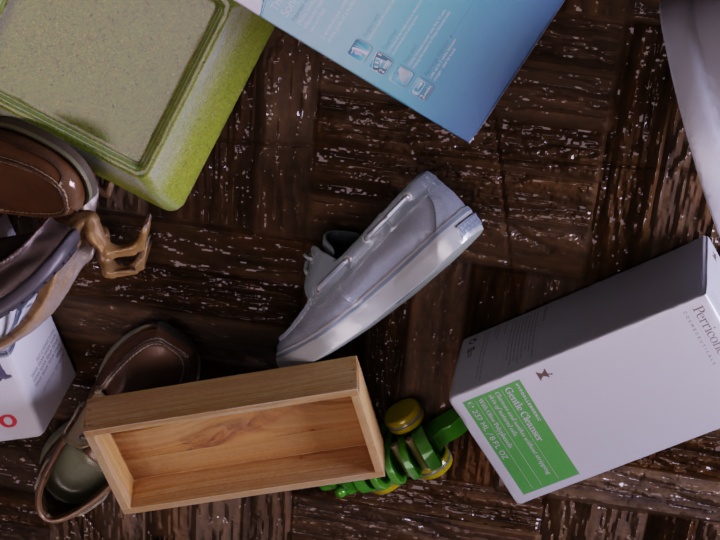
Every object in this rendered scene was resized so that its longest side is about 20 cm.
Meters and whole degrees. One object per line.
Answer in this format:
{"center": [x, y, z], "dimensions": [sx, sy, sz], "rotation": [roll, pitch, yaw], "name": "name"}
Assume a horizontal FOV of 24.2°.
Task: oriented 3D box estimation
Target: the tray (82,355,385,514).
{"center": [-0.089, 0.120, 1.217], "dimensions": [0.199, 0.037, 0.099], "rotation": [-9, 134, 8], "name": "tray"}

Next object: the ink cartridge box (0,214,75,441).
{"center": [-0.319, 0.032, 1.246], "dimensions": [0.144, 0.084, 0.200], "rotation": [-9, 119, 16], "name": "ink cartridge box"}

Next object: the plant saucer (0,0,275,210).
{"center": [-0.171, -0.155, 1.103], "dimensions": [0.199, 0.048, 0.200], "rotation": [27, 112, -7], "name": "plant saucer"}

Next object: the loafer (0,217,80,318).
{"center": [-0.284, 0.013, 1.135], "dimensions": [0.200, 0.073, 0.071], "rotation": [-30, 98, 2], "name": "loafer"}

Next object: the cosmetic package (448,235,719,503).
{"center": [0.176, 0.071, 1.180], "dimensions": [0.200, 0.085, 0.108], "rotation": [-25, 112, 25], "name": "cosmetic package"}

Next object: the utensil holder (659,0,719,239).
{"center": [0.296, -0.110, 0.995], "dimensions": [0.199, 0.170, 0.170], "rotation": [-17, 117, 17], "name": "utensil holder"}

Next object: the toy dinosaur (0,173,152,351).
{"center": [-0.206, -0.019, 1.201], "dimensions": [0.106, 0.060, 0.201], "rotation": [13, 94, -3], "name": "toy dinosaur"}

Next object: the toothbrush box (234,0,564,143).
{"center": [0.021, -0.197, 1.024], "dimensions": [0.200, 0.085, 0.147], "rotation": [29, 109, -9], "name": "toothbrush box"}

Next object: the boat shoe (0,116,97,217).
{"center": [-0.269, -0.063, 1.127], "dimensions": [0.199, 0.068, 0.072], "rotation": [13, 135, 29], "name": "boat shoe"}

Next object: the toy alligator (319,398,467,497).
{"center": [0.000, 0.149, 1.278], "dimensions": [0.199, 0.054, 0.059], "rotation": [-20, 116, 21], "name": "toy alligator"}

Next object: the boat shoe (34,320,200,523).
{"center": [-0.189, 0.126, 1.288], "dimensions": [0.076, 0.074, 0.200], "rotation": [31, 122, -10], "name": "boat shoe"}

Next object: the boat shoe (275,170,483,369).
{"center": [0.000, 0.000, 1.186], "dimensions": [0.201, 0.070, 0.072], "rotation": [-40, 84, 33], "name": "boat shoe"}
